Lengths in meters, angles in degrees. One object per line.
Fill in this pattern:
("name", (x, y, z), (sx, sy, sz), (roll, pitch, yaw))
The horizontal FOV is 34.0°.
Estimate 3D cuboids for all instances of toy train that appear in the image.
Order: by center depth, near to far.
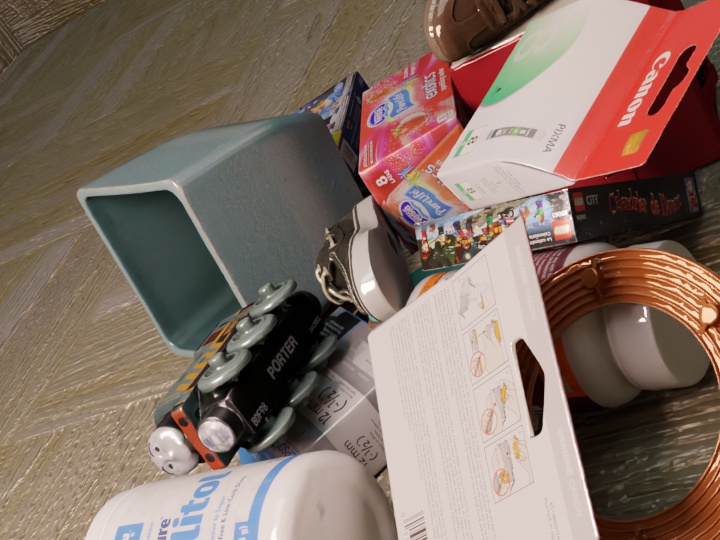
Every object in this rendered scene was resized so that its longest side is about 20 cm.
("toy train", (-0.093, 0.085, 0.921), (0.114, 0.085, 0.200), (-29, 16, 30))

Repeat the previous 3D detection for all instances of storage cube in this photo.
("storage cube", (0.199, -0.178, 1.040), (0.199, 0.180, 0.171), (-21, 30, 26))

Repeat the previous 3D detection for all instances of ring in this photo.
("ring", (0.156, 0.084, 0.714), (0.199, 0.019, 0.202), (-10, 75, 39))

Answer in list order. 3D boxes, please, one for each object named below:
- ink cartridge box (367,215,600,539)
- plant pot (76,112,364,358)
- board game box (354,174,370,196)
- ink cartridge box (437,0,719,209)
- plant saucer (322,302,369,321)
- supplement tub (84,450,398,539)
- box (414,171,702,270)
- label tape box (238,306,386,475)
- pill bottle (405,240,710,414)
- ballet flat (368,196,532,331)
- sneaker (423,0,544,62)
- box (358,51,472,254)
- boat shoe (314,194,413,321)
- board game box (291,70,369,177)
("ink cartridge box", (0.080, 0.096, 0.725), (0.176, 0.044, 0.201), (-40, 50, 45))
("plant pot", (-0.110, -0.049, 1.131), (0.200, 0.197, 0.195), (-41, 25, -32))
("board game box", (-0.016, -0.120, 1.379), (0.199, 0.028, 0.136), (-25, 28, 25))
("ink cartridge box", (0.154, -0.129, 0.827), (0.162, 0.050, 0.200), (-57, 18, -20))
("plant saucer", (-0.049, 0.040, 1.151), (0.199, 0.037, 0.201), (-28, 27, 16))
("supplement tub", (-0.084, 0.203, 0.820), (0.199, 0.132, 0.132), (-17, 32, 34))
("box", (0.155, -0.039, 0.902), (0.136, 0.038, 0.199), (-11, 0, 42))
("label tape box", (-0.044, 0.132, 0.962), (0.200, 0.066, 0.143), (-40, 26, -11))
("pill bottle", (0.136, 0.043, 0.829), (0.199, 0.114, 0.115), (-12, 35, 41))
("ballet flat", (0.091, 0.009, 0.984), (0.200, 0.068, 0.068), (-40, 23, -25))
("sneaker", (0.131, -0.245, 0.949), (0.200, 0.071, 0.075), (-48, 29, -20))
("box", (0.063, -0.115, 1.064), (0.099, 0.096, 0.200), (-28, 24, 16))
("boat shoe", (0.000, 0.000, 0.943), (0.063, 0.071, 0.200), (-30, 15, 9))
("board game box", (-0.081, -0.118, 1.354), (0.199, 0.062, 0.201), (-26, 29, 25))
